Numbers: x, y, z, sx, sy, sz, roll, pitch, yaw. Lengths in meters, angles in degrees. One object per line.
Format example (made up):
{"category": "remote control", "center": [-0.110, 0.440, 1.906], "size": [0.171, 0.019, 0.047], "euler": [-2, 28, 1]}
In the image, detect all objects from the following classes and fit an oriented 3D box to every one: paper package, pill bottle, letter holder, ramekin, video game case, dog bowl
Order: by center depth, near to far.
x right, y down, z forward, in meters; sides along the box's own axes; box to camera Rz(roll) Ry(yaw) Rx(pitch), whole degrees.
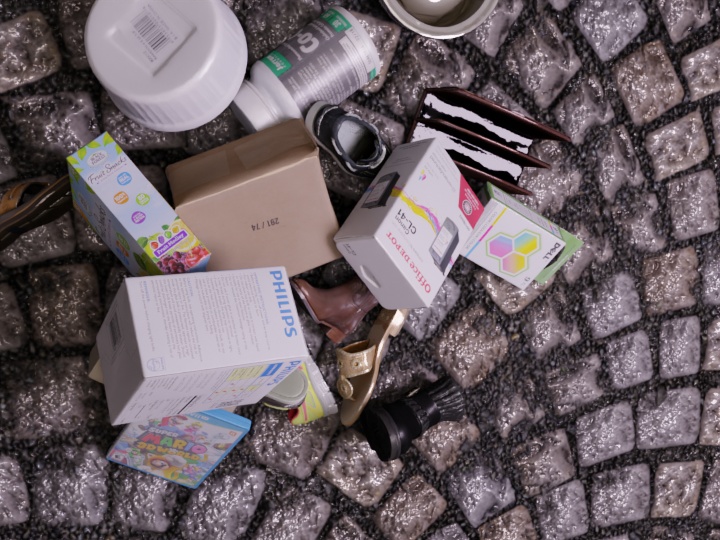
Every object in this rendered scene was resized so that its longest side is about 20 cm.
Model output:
{"category": "ramekin", "center": [-0.253, -0.288, 1.082], "size": [0.199, 0.098, 0.201], "euler": [0, 84, 4]}
{"category": "paper package", "center": [-0.136, -0.078, 1.138], "size": [0.199, 0.104, 0.191], "euler": [-21, 133, -4]}
{"category": "pill bottle", "center": [-0.080, -0.264, 1.168], "size": [0.200, 0.113, 0.113], "euler": [-38, 107, -8]}
{"category": "video game case", "center": [-0.258, 0.238, 1.182], "size": [0.143, 0.018, 0.200], "euler": [25, 133, -18]}
{"category": "dog bowl", "center": [0.104, -0.433, 1.215], "size": [0.199, 0.074, 0.201], "euler": [-3, 100, -16]}
{"category": "letter holder", "center": [0.188, -0.188, 1.244], "size": [0.199, 0.142, 0.101], "euler": [19, 93, -19]}

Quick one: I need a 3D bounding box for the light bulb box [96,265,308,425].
{"category": "light bulb box", "center": [-0.200, 0.094, 1.038], "size": [0.199, 0.198, 0.125], "euler": [-5, 68, -30]}

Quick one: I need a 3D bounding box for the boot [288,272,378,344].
{"category": "boot", "center": [0.000, 0.000, 1.229], "size": [0.200, 0.064, 0.186], "euler": [-42, 150, -3]}

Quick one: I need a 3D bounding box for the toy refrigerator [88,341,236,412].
{"category": "toy refrigerator", "center": [-0.273, 0.150, 1.173], "size": [0.200, 0.076, 0.070], "euler": [31, 99, -24]}

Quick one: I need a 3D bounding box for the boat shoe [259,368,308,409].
{"category": "boat shoe", "center": [-0.168, 0.139, 1.193], "size": [0.201, 0.061, 0.072], "euler": [28, 62, 7]}

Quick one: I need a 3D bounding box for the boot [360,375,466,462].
{"category": "boot", "center": [0.087, 0.215, 1.253], "size": [0.157, 0.211, 0.080], "euler": [-17, 88, -8]}

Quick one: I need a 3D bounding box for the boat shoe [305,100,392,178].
{"category": "boat shoe", "center": [-0.001, -0.171, 1.185], "size": [0.200, 0.060, 0.076], "euler": [20, 98, -55]}

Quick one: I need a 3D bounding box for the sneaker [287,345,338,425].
{"category": "sneaker", "center": [-0.109, 0.147, 1.248], "size": [0.090, 0.078, 0.201], "euler": [-28, 105, -6]}

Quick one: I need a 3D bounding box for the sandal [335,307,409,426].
{"category": "sandal", "center": [-0.005, 0.123, 1.275], "size": [0.069, 0.078, 0.212], "euler": [30, 82, -23]}

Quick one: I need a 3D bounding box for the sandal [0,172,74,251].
{"category": "sandal", "center": [-0.453, -0.081, 1.120], "size": [0.200, 0.082, 0.055], "euler": [-34, 85, -1]}

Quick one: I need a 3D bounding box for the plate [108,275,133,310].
{"category": "plate", "center": [-0.264, 0.085, 1.218], "size": [0.199, 0.026, 0.201], "euler": [-3, 100, -15]}

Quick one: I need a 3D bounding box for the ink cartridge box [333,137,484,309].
{"category": "ink cartridge box", "center": [0.073, -0.065, 1.182], "size": [0.148, 0.085, 0.200], "euler": [51, 53, -29]}

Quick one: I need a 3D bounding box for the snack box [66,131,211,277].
{"category": "snack box", "center": [-0.286, -0.054, 1.081], "size": [0.068, 0.169, 0.200], "euler": [-39, 86, -22]}

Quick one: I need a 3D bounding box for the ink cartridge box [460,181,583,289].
{"category": "ink cartridge box", "center": [0.245, -0.040, 1.308], "size": [0.200, 0.059, 0.104], "euler": [29, 118, -19]}
